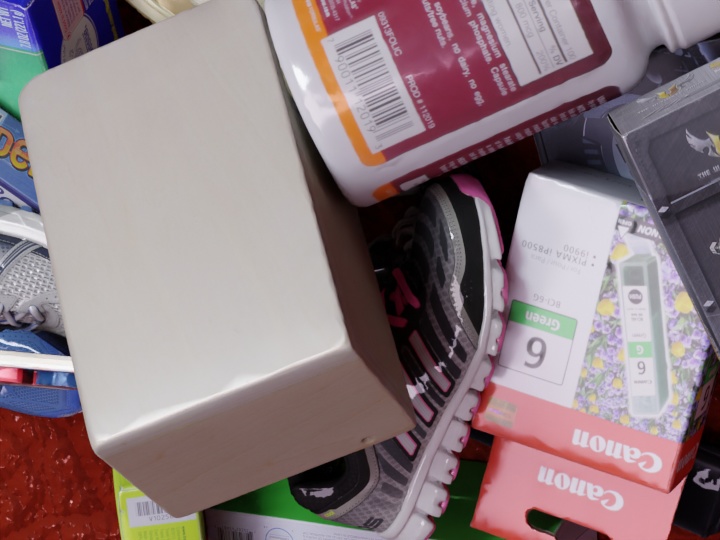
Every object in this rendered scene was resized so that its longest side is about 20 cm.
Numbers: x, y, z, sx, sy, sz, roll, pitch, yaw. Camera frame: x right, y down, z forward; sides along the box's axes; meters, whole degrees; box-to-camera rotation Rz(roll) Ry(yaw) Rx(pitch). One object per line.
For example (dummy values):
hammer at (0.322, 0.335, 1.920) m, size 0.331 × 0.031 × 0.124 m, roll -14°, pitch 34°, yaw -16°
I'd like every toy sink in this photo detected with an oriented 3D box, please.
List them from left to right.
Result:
toy sink at (-0.068, -0.006, 1.195) m, size 0.130 × 0.112 × 0.201 m, roll -22°, pitch 61°, yaw 10°

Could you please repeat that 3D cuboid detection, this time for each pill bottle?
pill bottle at (0.065, -0.119, 1.184) m, size 0.199 × 0.114 × 0.115 m, roll -23°, pitch 102°, yaw 6°

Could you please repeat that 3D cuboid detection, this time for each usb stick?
usb stick at (0.109, 0.085, 1.348) m, size 0.199 × 0.033 × 0.056 m, roll 22°, pitch 127°, yaw 15°

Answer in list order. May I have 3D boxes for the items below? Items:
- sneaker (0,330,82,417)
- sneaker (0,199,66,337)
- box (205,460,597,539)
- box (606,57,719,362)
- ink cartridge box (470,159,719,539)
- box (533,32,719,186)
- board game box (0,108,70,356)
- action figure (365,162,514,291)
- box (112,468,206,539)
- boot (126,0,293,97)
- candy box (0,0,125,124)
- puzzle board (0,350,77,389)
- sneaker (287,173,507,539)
sneaker at (-0.247, 0.051, 1.467) m, size 0.199 × 0.089 × 0.079 m, roll 13°, pitch 119°, yaw 20°
sneaker at (-0.208, 0.006, 1.275) m, size 0.199 × 0.085 × 0.077 m, roll 25°, pitch 150°, yaw -4°
box at (0.027, 0.201, 1.400) m, size 0.199 × 0.097 × 0.177 m, roll 4°, pitch 115°, yaw 24°
box at (0.235, -0.042, 1.152) m, size 0.199 × 0.048 × 0.159 m, roll -27°, pitch 105°, yaw 5°
ink cartridge box at (0.116, 0.057, 1.245) m, size 0.109 × 0.050 × 0.201 m, roll 18°, pitch 106°, yaw 17°
box at (0.193, -0.045, 1.241) m, size 0.199 × 0.044 × 0.161 m, roll -7°, pitch 109°, yaw 28°
board game box at (-0.188, -0.028, 1.330) m, size 0.200 × 0.035 × 0.135 m, roll 37°, pitch 150°, yaw -20°
action figure at (0.000, 0.000, 1.318) m, size 0.199 × 0.102 × 0.120 m, roll -6°, pitch 92°, yaw 30°
box at (-0.111, 0.133, 1.400) m, size 0.047 × 0.200 × 0.123 m, roll -7°, pitch 110°, yaw -5°
boot at (-0.032, -0.173, 1.273) m, size 0.200 × 0.073 × 0.156 m, roll 33°, pitch 123°, yaw 7°
candy box at (-0.226, -0.126, 1.324) m, size 0.199 × 0.077 × 0.169 m, roll 16°, pitch 146°, yaw 20°
puzzle board at (-0.174, 0.054, 1.335) m, size 0.199 × 0.151 × 0.017 m, roll 5°, pitch 85°, yaw 10°
sneaker at (0.013, 0.045, 1.246) m, size 0.087 × 0.074 × 0.201 m, roll 7°, pitch 114°, yaw -17°
